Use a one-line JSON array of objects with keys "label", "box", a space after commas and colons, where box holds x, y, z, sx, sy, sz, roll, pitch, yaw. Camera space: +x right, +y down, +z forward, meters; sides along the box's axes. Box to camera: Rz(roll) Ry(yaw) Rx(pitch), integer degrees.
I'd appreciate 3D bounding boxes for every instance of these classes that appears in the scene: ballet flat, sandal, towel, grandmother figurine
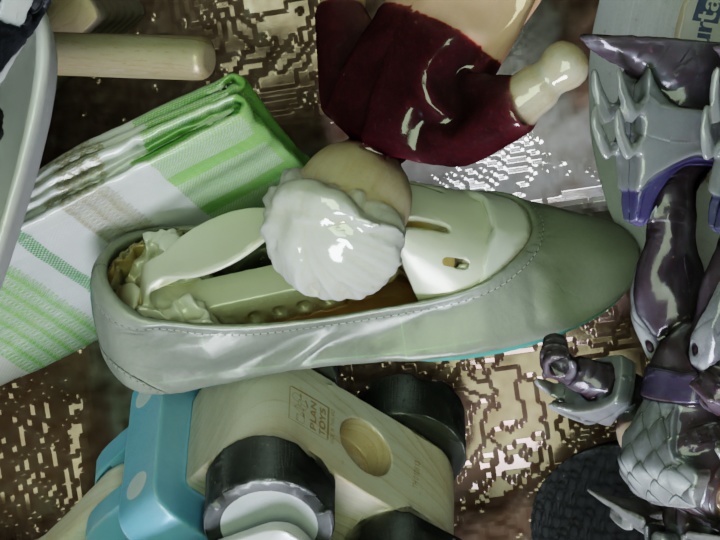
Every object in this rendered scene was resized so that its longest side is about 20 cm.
[{"label": "ballet flat", "box": [0.000, 0.000, 1.061, 0.199, 0.068, 0.064, -10, 134, 4]}, {"label": "sandal", "box": [0.137, 0.083, 1.093, 0.200, 0.045, 0.075, -31, 77, 47]}, {"label": "towel", "box": [-0.114, -0.006, 1.107, 0.199, 0.149, 0.031, -26, 72, 6]}, {"label": "grandmother figurine", "box": [0.030, -0.079, 1.014, 0.060, 0.121, 0.200, 31, 89, -40]}]

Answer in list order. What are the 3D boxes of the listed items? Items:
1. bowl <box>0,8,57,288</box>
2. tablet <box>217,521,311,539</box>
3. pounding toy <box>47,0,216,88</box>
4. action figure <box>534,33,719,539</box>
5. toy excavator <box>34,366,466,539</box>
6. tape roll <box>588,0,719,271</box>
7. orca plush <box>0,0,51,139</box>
[{"label": "bowl", "box": [-0.206, -0.026, 1.010, 0.199, 0.075, 0.201, 17, 87, 11]}, {"label": "tablet", "box": [-0.075, 0.159, 1.116, 0.199, 0.014, 0.130, -21, 130, 25]}, {"label": "pounding toy", "box": [-0.173, -0.099, 1.099, 0.184, 0.142, 0.200, -39, 90, 8]}, {"label": "action figure", "box": [0.110, 0.023, 1.002, 0.069, 0.130, 0.201, 2, 94, -37]}, {"label": "toy excavator", "box": [-0.082, 0.101, 1.129, 0.194, 0.100, 0.200, 32, 124, -25]}, {"label": "tape roll", "box": [0.168, -0.073, 1.045, 0.066, 0.200, 0.201, 3, 97, -35]}, {"label": "orca plush", "box": [-0.185, -0.062, 0.939, 0.199, 0.071, 0.106, -23, 79, 6]}]
